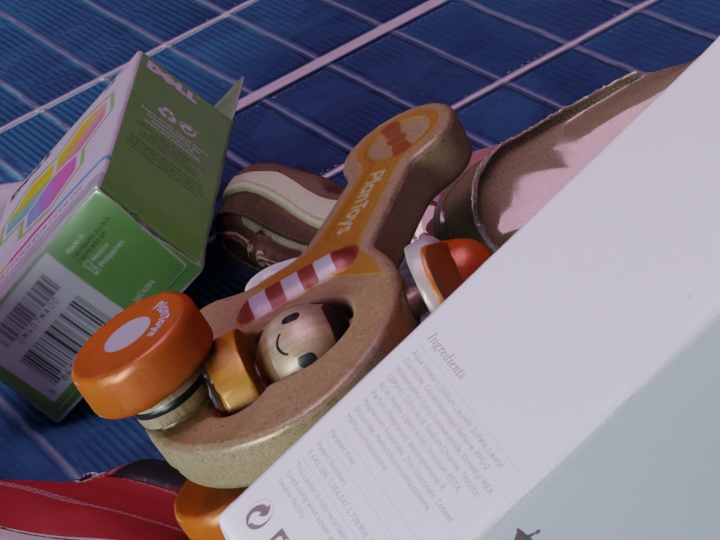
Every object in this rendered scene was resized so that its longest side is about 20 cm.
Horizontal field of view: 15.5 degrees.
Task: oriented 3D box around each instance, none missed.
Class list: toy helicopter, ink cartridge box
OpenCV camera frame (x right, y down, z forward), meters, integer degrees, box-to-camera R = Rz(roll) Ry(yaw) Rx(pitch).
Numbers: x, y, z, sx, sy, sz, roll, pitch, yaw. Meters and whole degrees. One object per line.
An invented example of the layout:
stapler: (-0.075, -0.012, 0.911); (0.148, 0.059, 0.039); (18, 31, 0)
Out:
toy helicopter: (0.000, 0.000, 0.891); (0.132, 0.079, 0.200); (-20, 26, 33)
ink cartridge box: (-0.114, -0.030, 1.191); (0.104, 0.059, 0.200); (-46, 17, 23)

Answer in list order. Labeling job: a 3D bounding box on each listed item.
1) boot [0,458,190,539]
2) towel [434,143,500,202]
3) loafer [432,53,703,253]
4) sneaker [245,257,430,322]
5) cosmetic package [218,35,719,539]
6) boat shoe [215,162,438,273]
boot: (-0.134, 0.097, 0.931); (0.199, 0.073, 0.144); (10, 13, -2)
towel: (0.099, -0.018, 1.104); (0.143, 0.023, 0.200); (-17, 27, 6)
loafer: (0.119, -0.046, 1.009); (0.200, 0.076, 0.067); (-23, -19, -22)
sneaker: (0.053, 0.047, 0.957); (0.199, 0.082, 0.074); (11, 34, 28)
cosmetic package: (0.075, 0.047, 0.721); (0.200, 0.113, 0.081); (-44, 40, 7)
boat shoe: (-0.019, 0.004, 1.093); (0.075, 0.075, 0.202); (-60, 22, -10)
